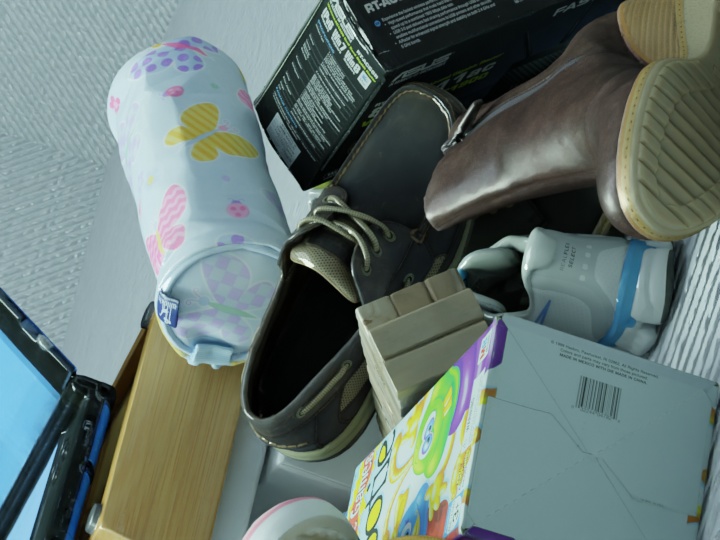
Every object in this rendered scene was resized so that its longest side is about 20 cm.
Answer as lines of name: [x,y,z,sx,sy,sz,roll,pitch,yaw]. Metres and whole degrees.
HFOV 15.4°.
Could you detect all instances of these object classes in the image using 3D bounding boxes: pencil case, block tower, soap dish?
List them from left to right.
soap dish: [-0.111,0.121,1.448,0.158,0.081,0.201,122,165,-45]
pencil case: [-0.085,-0.039,1.445,0.200,0.083,0.091,-108,19,-47]
block tower: [0.039,0.069,1.303,0.200,0.058,0.054,83,164,-63]

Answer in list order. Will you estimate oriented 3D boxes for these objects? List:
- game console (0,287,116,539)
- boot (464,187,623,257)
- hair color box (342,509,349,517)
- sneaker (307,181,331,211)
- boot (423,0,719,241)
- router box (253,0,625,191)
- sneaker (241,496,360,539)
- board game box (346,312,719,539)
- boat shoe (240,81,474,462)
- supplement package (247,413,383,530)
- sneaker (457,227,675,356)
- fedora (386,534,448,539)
game console: [-0.220,0.120,1.460,0.200,0.118,0.171,122,165,-48]
boot: [0.059,-0.041,1.374,0.078,0.138,0.200,-84,17,-48]
hair color box: [0.009,0.174,1.372,0.200,0.100,0.061,142,146,-70]
sneaker: [0.011,-0.017,1.610,0.085,0.074,0.201,-81,-12,-71]
boot: [0.099,-0.049,1.227,0.166,0.072,0.200,-28,21,33]
router box: [0.056,-0.130,1.429,0.062,0.199,0.150,59,153,12]
sneaker: [-0.052,0.161,1.195,0.105,0.075,0.201,43,146,38]
board game box: [0.065,0.115,1.181,0.200,0.104,0.103,128,157,-61]
boat shoe: [0.000,0.000,1.323,0.201,0.074,0.073,-69,-22,-1]
supplement package: [-0.009,0.114,1.504,0.200,0.119,0.122,127,161,-58]
sneaker: [0.081,0.019,1.311,0.200,0.086,0.075,129,156,-64]
fedora: [0.032,0.165,1.081,0.082,0.200,0.201,-65,6,-30]
